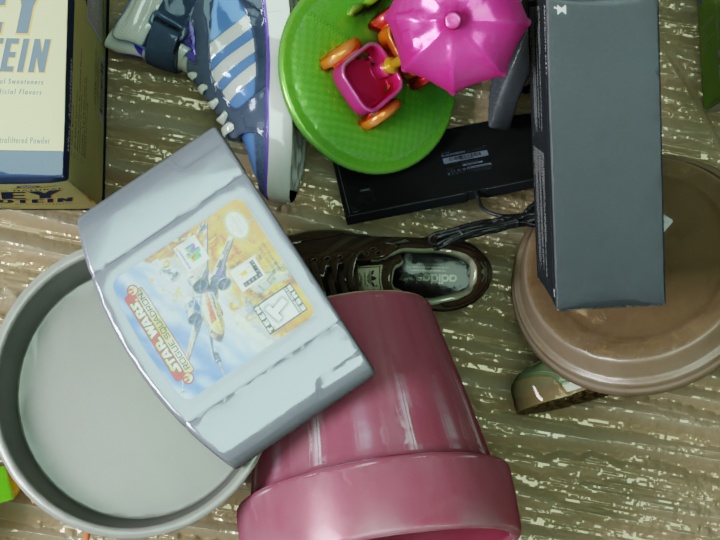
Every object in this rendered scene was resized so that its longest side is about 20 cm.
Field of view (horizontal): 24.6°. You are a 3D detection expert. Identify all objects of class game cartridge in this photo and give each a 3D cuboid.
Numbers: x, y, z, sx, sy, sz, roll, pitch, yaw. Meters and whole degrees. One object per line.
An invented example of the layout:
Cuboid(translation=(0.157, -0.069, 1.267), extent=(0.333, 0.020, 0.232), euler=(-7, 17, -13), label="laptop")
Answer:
Cuboid(translation=(-0.097, 0.022, 1.098), extent=(0.132, 0.042, 0.201), euler=(-33, 81, -8), label="game cartridge")

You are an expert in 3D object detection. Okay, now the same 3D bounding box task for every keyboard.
Cuboid(translation=(0.084, -0.063, 1.239), extent=(0.197, 0.021, 0.128), euler=(-12, 46, -2), label="keyboard")

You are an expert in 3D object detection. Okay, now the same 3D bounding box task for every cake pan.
Cuboid(translation=(-0.153, 0.080, 1.126), extent=(0.197, 0.037, 0.203), euler=(0, 81, 2), label="cake pan")

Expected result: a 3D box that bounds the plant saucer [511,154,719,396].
Cuboid(translation=(0.204, -0.004, 1.212), extent=(0.198, 0.030, 0.202), euler=(-11, 57, 17), label="plant saucer")

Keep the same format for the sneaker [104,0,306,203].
Cuboid(translation=(-0.119, -0.148, 1.246), extent=(0.144, 0.081, 0.203), euler=(-3, 89, 7), label="sneaker")

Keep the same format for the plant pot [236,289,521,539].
Cuboid(translation=(0.004, 0.119, 1.178), extent=(0.197, 0.200, 0.181), euler=(-8, 71, -2), label="plant pot")

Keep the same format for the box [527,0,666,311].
Cuboid(translation=(0.157, -0.085, 1.113), extent=(0.078, 0.141, 0.203), euler=(-2, 98, 4), label="box")

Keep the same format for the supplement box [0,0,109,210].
Cuboid(translation=(-0.258, -0.152, 1.176), extent=(0.132, 0.200, 0.203), euler=(0, 86, -1), label="supplement box")

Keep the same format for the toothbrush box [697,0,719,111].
Cuboid(translation=(0.333, -0.229, 1.254), extent=(0.144, 0.086, 0.203), euler=(-3, 87, 0), label="toothbrush box")

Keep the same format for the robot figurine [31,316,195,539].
Cuboid(translation=(-0.170, 0.095, 1.201), extent=(0.143, 0.117, 0.202), euler=(29, 86, 2), label="robot figurine")

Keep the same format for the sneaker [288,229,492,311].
Cuboid(translation=(0.000, 0.000, 1.234), extent=(0.197, 0.076, 0.071), euler=(-5, 86, -2), label="sneaker")

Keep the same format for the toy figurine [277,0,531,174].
Cuboid(translation=(0.063, -0.173, 1.164), extent=(0.200, 0.184, 0.151), euler=(-40, 101, -27), label="toy figurine")

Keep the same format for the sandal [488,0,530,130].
Cuboid(translation=(0.140, -0.185, 1.207), extent=(0.042, 0.076, 0.202), euler=(18, 122, -7), label="sandal")

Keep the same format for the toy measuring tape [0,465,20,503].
Cuboid(translation=(-0.334, 0.177, 1.185), extent=(0.199, 0.073, 0.074), euler=(-12, 85, -44), label="toy measuring tape")

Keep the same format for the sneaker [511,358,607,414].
Cuboid(translation=(0.201, 0.041, 1.246), extent=(0.198, 0.067, 0.091), euler=(-16, 77, -1), label="sneaker")
